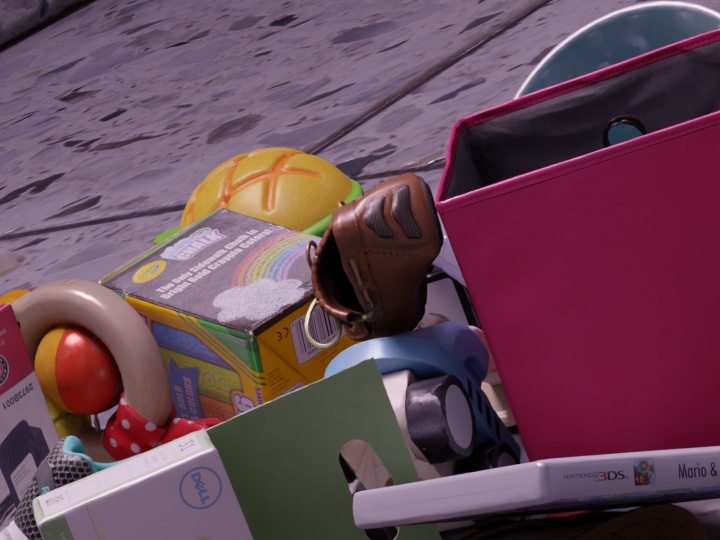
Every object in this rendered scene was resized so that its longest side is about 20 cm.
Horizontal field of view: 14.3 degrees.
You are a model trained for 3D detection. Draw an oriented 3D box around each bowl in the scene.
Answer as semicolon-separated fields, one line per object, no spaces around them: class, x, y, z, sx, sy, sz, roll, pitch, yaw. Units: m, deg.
bowl;0.196;-0.062;1.868;0.200;0.105;0.202;-18;54;26

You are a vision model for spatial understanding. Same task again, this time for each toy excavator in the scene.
toy excavator;0.052;0.076;1.708;0.099;0.195;0.201;-14;44;25

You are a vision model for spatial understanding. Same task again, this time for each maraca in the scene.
maraca;-0.077;-0.031;2.054;0.137;0.108;0.200;-30;17;-30

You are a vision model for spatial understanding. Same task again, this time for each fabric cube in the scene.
fabric cube;0.171;-0.004;1.668;0.195;0.200;0.200;-19;15;11

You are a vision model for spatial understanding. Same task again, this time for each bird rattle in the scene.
bird rattle;-0.172;0.087;1.845;0.199;0.164;0.112;6;25;45

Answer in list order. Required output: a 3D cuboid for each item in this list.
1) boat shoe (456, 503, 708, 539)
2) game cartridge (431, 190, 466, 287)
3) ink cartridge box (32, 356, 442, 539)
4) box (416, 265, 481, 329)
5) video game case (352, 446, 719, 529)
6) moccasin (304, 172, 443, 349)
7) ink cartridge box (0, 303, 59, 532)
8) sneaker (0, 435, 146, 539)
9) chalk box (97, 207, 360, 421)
boat shoe;0.077;0.162;1.468;0.199;0.073;0.072;-19;7;-6
game cartridge;0.131;-0.028;1.982;0.199;0.039;0.130;-7;19;-27
ink cartridge box;-0.056;0.151;1.526;0.199;0.146;0.048;-22;16;-6
box;0.015;0.027;2.052;0.199;0.060;0.117;-16;15;17
video game case;0.119;0.109;1.464;0.181;0.024;0.200;-2;-7;-27
moccasin;0.000;0.002;1.669;0.077;0.074;0.201;-13;-9;-7
ink cartridge box;-0.247;0.142;1.725;0.084;0.201;0.145;-6;20;37
sneaker;-0.102;0.144;1.586;0.199;0.092;0.078;14;15;-34
chalk box;-0.087;0.047;1.908;0.124;0.124;0.199;-32;33;-35
